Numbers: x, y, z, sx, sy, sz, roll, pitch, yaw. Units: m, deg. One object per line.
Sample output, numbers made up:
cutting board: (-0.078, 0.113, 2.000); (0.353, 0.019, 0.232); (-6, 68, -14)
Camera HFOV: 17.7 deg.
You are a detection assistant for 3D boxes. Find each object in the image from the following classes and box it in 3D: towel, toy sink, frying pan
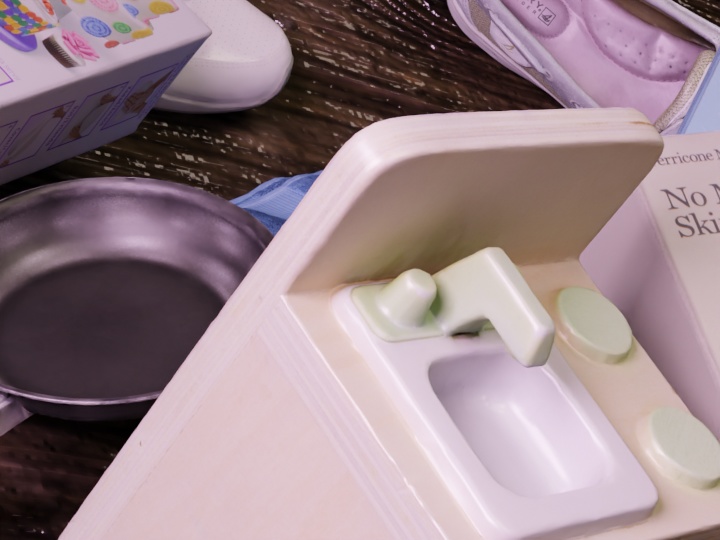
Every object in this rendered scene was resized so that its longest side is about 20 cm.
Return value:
towel: (0.000, 0.000, 0.825); (0.112, 0.049, 0.200); (24, 25, 30)
toy sink: (0.023, 0.062, 0.671); (0.130, 0.200, 0.112); (-6, 53, -47)
frying pan: (-0.085, 0.031, 0.686); (0.115, 0.031, 0.190); (7, 38, 7)

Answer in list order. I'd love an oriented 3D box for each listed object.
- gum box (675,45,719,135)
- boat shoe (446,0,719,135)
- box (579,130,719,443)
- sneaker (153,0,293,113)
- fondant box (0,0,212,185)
gum box: (0.193, -0.007, 0.881); (0.170, 0.045, 0.200); (28, 47, 4)
boat shoe: (0.125, -0.090, 1.035); (0.202, 0.074, 0.065); (37, -1, 6)
box: (0.138, 0.052, 0.740); (0.082, 0.068, 0.200); (-7, 58, -21)
sneaker: (-0.107, -0.129, 0.885); (0.200, 0.080, 0.070); (29, 33, -15)
fondant box: (-0.161, -0.090, 0.749); (0.144, 0.058, 0.200); (46, 33, 10)
